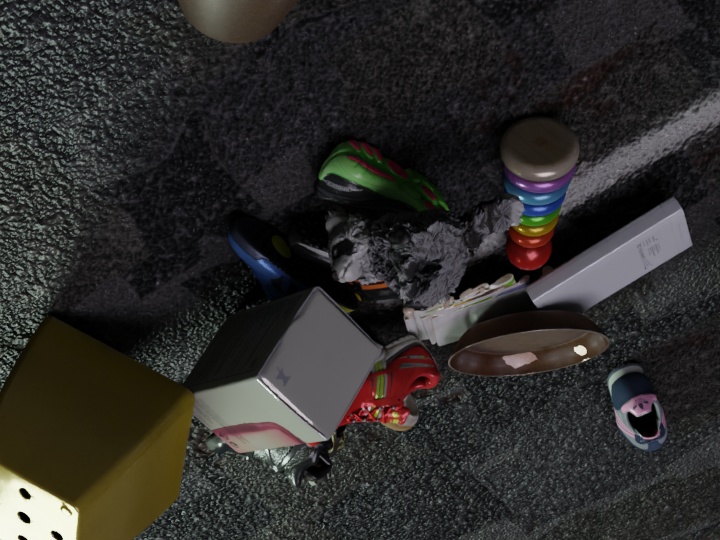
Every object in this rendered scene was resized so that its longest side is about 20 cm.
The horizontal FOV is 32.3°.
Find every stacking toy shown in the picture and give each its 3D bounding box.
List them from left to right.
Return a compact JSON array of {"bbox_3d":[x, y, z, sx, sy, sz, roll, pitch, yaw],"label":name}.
[{"bbox_3d":[0.194,-0.072,1.381,0.084,0.086,0.201,-12,141,-5],"label":"stacking toy"}]

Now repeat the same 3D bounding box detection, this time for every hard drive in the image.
[{"bbox_3d":[0.298,-0.005,1.477,0.198,0.027,0.132,-33,155,8],"label":"hard drive"}]

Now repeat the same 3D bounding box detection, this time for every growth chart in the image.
[{"bbox_3d":[0.144,0.047,1.491,0.197,0.018,0.145,-16,153,-8],"label":"growth chart"}]

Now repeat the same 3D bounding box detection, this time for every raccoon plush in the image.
[{"bbox_3d":[0.058,-0.032,1.294,0.198,0.133,0.098,-18,119,-34],"label":"raccoon plush"}]

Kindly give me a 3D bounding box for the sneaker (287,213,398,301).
[{"bbox_3d":[0.000,0.000,1.395,0.197,0.070,0.091,9,129,-28],"label":"sneaker"}]

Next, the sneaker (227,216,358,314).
[{"bbox_3d":[-0.089,0.014,1.386,0.078,0.067,0.199,-33,135,23],"label":"sneaker"}]

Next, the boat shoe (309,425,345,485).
[{"bbox_3d":[-0.048,0.202,1.588,0.060,0.072,0.203,-8,134,-3],"label":"boat shoe"}]

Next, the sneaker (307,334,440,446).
[{"bbox_3d":[0.016,0.148,1.429,0.199,0.085,0.077,-33,162,-30],"label":"sneaker"}]

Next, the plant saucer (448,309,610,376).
[{"bbox_3d":[0.203,0.087,1.514,0.197,0.035,0.201,-5,159,-2],"label":"plant saucer"}]

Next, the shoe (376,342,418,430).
[{"bbox_3d":[0.027,0.136,1.544,0.053,0.071,0.200,-24,135,21],"label":"shoe"}]

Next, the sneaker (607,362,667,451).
[{"bbox_3d":[0.394,0.215,1.732,0.069,0.083,0.201,-26,137,10],"label":"sneaker"}]

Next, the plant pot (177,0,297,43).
[{"bbox_3d":[-0.095,-0.288,1.012,0.184,0.189,0.201,-3,151,-14],"label":"plant pot"}]

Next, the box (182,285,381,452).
[{"bbox_3d":[-0.093,0.113,1.362,0.109,0.129,0.199,44,149,-19],"label":"box"}]

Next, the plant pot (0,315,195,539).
[{"bbox_3d":[-0.320,0.212,1.372,0.198,0.177,0.202,26,134,10],"label":"plant pot"}]

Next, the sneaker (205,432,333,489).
[{"bbox_3d":[-0.109,0.220,1.525,0.198,0.076,0.115,-21,101,41],"label":"sneaker"}]

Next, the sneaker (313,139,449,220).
[{"bbox_3d":[0.031,-0.067,1.343,0.199,0.077,0.084,34,125,-28],"label":"sneaker"}]
